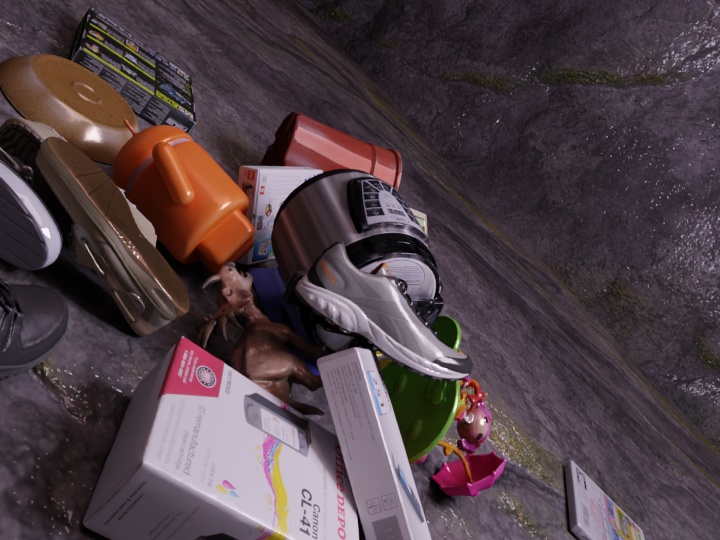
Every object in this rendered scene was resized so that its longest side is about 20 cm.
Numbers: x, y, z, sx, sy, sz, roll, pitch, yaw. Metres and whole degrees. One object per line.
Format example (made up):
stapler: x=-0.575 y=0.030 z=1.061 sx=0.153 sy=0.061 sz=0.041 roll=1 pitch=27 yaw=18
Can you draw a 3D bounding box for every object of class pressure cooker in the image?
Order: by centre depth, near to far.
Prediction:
pressure cooker: x=0.000 y=0.002 z=0.783 sx=0.201 sy=0.174 sz=0.180 roll=62 pitch=-1 yaw=40

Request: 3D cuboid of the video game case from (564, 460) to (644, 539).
video game case: x=0.415 y=0.435 z=1.110 sx=0.182 sy=0.022 sz=0.200 roll=45 pitch=19 yaw=1

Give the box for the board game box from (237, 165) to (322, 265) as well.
board game box: x=-0.116 y=-0.084 z=0.959 sx=0.034 sy=0.129 sz=0.200 roll=13 pitch=12 yaw=19

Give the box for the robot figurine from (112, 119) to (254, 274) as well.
robot figurine: x=-0.213 y=-0.091 z=0.794 sx=0.200 sy=0.117 sz=0.144 roll=45 pitch=20 yaw=5

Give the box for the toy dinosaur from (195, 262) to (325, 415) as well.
toy dinosaur: x=-0.104 y=0.091 z=0.671 sx=0.135 sy=0.086 sz=0.201 roll=30 pitch=16 yaw=-31

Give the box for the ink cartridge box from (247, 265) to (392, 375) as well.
ink cartridge box: x=-0.028 y=0.052 z=0.887 sx=0.197 sy=0.047 sz=0.199 roll=2 pitch=43 yaw=-36

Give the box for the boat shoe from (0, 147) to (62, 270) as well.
boat shoe: x=-0.336 y=-0.085 z=0.610 sx=0.200 sy=0.072 sz=0.071 roll=44 pitch=24 yaw=5

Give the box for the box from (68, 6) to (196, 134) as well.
box: x=-0.359 y=-0.315 z=1.063 sx=0.199 sy=0.047 sz=0.195 roll=31 pitch=26 yaw=-35

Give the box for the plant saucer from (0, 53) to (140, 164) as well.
plant saucer: x=-0.368 y=-0.222 z=0.873 sx=0.199 sy=0.035 sz=0.201 roll=38 pitch=21 yaw=-17

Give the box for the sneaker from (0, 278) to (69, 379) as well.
sneaker: x=-0.282 y=0.031 z=0.472 sx=0.073 sy=0.082 sz=0.199 roll=47 pitch=19 yaw=14

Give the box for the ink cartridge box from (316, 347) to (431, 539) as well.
ink cartridge box: x=0.023 y=0.180 z=0.641 sx=0.176 sy=0.044 sz=0.203 roll=40 pitch=33 yaw=-76

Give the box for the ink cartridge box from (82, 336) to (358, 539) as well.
ink cartridge box: x=-0.100 y=0.171 z=0.544 sx=0.199 sy=0.086 sz=0.148 roll=36 pitch=22 yaw=-21

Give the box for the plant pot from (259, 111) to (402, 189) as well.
plant pot: x=-0.063 y=-0.160 z=1.139 sx=0.193 sy=0.202 sz=0.202 roll=25 pitch=26 yaw=-23

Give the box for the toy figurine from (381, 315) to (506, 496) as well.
toy figurine: x=0.112 y=0.191 z=0.824 sx=0.184 sy=0.149 sz=0.202 roll=45 pitch=58 yaw=-32

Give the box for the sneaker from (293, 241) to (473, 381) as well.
sneaker: x=0.034 y=0.045 z=0.659 sx=0.198 sy=0.080 sz=0.074 roll=33 pitch=-3 yaw=-10

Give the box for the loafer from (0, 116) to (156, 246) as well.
loafer: x=-0.289 y=-0.072 z=0.685 sx=0.201 sy=0.075 sz=0.068 roll=50 pitch=17 yaw=-10

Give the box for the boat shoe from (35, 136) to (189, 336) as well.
boat shoe: x=-0.242 y=-0.027 z=0.622 sx=0.201 sy=0.064 sz=0.072 roll=58 pitch=7 yaw=-19

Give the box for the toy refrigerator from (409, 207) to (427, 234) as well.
toy refrigerator: x=0.069 y=0.009 z=1.046 sx=0.076 sy=0.069 sz=0.204 roll=11 pitch=76 yaw=-61
